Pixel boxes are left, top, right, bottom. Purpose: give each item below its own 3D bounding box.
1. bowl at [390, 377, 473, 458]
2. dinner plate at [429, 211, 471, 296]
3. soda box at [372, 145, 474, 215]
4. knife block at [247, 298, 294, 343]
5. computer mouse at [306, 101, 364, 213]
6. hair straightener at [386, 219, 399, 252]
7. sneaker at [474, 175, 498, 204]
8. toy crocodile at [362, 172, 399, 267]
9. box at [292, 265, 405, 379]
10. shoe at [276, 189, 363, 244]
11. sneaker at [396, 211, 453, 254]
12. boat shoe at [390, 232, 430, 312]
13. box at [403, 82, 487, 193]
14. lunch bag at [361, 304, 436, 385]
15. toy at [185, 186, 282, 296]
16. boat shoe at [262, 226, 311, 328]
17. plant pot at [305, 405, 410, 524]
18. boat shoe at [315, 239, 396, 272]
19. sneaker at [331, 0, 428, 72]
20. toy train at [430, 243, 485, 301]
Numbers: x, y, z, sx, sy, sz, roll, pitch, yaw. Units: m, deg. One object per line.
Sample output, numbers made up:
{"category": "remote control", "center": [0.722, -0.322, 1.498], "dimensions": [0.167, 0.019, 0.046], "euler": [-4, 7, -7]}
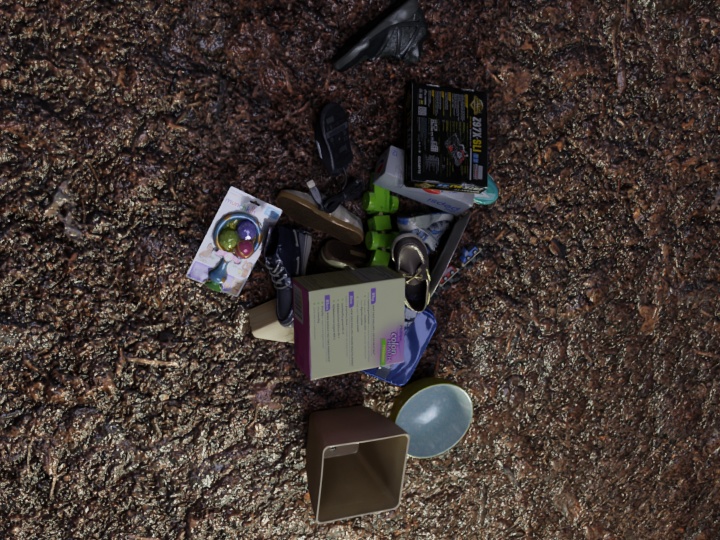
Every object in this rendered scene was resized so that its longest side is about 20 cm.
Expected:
{"category": "bowl", "center": [0.148, 0.321, 1.875], "dimensions": [0.199, 0.108, 0.201], "euler": [-9, 116, -19]}
{"category": "dinner plate", "center": [0.178, -0.036, 1.688], "dimensions": [0.024, 0.200, 0.201], "euler": [26, 103, 1]}
{"category": "soda box", "center": [0.129, -0.178, 1.623], "dimensions": [0.199, 0.068, 0.064], "euler": [19, 69, -17]}
{"category": "knife block", "center": [-0.107, 0.068, 1.645], "dimensions": [0.199, 0.064, 0.176], "euler": [11, 127, -26]}
{"category": "computer mouse", "center": [-0.068, -0.210, 1.549], "dimensions": [0.140, 0.046, 0.201], "euler": [-42, 129, -36]}
{"category": "hair straightener", "center": [0.100, -0.046, 1.724], "dimensions": [0.077, 0.041, 0.200], "euler": [-31, 117, 9]}
{"category": "sneaker", "center": [0.221, -0.199, 1.680], "dimensions": [0.078, 0.080, 0.200], "euler": [-48, 123, 3]}
{"category": "toy crocodile", "center": [0.037, -0.098, 1.635], "dimensions": [0.067, 0.062, 0.201], "euler": [0, 83, -26]}
{"category": "box", "center": [-0.022, 0.096, 1.562], "dimensions": [0.199, 0.097, 0.177], "euler": [-8, 109, -22]}
{"category": "shoe", "center": [-0.078, -0.115, 1.612], "dimensions": [0.199, 0.070, 0.054], "euler": [27, 58, -26]}
{"category": "sneaker", "center": [0.129, -0.077, 1.659], "dimensions": [0.200, 0.077, 0.086], "euler": [-11, 104, -58]}
{"category": "boat shoe", "center": [0.103, 0.006, 1.590], "dimensions": [0.071, 0.060, 0.200], "euler": [-11, 142, 1]}
{"category": "box", "center": [0.166, -0.256, 1.578], "dimensions": [0.159, 0.049, 0.201], "euler": [3, 80, -16]}
{"category": "lunch bag", "center": [0.075, 0.133, 1.724], "dimensions": [0.135, 0.132, 0.201], "euler": [21, 104, -11]}
{"category": "toy", "center": [-0.242, -0.046, 1.570], "dimensions": [0.115, 0.047, 0.201], "euler": [24, 105, -26]}
{"category": "boat shoe", "center": [-0.154, 0.007, 1.577], "dimensions": [0.093, 0.074, 0.201], "euler": [17, 73, -50]}
{"category": "plant pot", "center": [-0.026, 0.409, 1.801], "dimensions": [0.199, 0.177, 0.201], "euler": [-4, 115, -22]}
{"category": "boat shoe", "center": [0.000, -0.005, 1.686], "dimensions": [0.202, 0.075, 0.075], "euler": [22, 138, -22]}
{"category": "sneaker", "center": [0.046, -0.409, 1.509], "dimensions": [0.199, 0.076, 0.114], "euler": [-38, 116, -9]}
{"category": "toy train", "center": [0.194, 0.008, 1.794], "dimensions": [0.200, 0.034, 0.046], "euler": [-41, 112, 0]}
